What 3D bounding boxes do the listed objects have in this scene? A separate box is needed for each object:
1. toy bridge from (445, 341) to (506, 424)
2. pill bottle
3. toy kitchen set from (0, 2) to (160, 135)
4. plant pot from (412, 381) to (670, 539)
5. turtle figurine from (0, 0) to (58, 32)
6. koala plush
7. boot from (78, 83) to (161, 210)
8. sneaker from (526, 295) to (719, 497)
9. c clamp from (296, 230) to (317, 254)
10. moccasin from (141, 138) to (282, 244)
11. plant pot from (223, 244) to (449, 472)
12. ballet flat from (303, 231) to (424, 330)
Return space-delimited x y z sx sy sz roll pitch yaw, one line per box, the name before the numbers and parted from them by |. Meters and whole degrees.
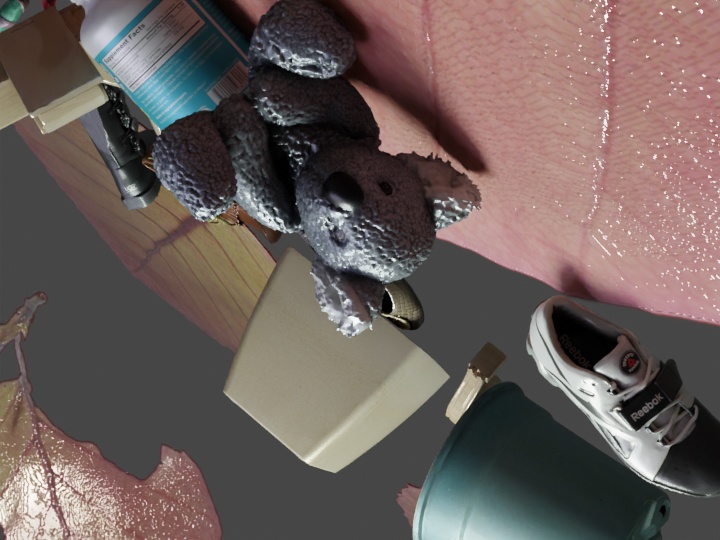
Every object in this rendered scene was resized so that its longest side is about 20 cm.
toy bridge | 0.121 0.136 1.344 0.027 0.067 0.200 39 166 14
pill bottle | -0.163 -0.191 1.076 0.200 0.111 0.111 47 166 -13
toy kitchen set | -0.257 -0.137 1.197 0.163 0.199 0.181 50 165 48
plant pot | 0.188 0.242 1.244 0.195 0.201 0.201 26 160 29
turtle figurine | -0.349 -0.320 1.275 0.200 0.100 0.151 150 115 -75
koala plush | -0.020 -0.067 0.944 0.200 0.178 0.184 40 178 11
boot | -0.304 -0.198 1.543 0.165 0.065 0.201 -99 -15 -57
sneaker | 0.205 0.094 0.946 0.200 0.074 0.089 39 168 19
c clamp | -0.046 -0.029 1.414 0.200 0.027 0.171 49 166 -25
moccasin | -0.176 -0.093 1.485 0.201 0.078 0.074 38 167 12
plant pot | -0.039 0.118 1.434 0.199 0.177 0.200 37 176 18
ballet flat | 0.000 0.000 1.309 0.067 0.046 0.200 3 140 47
